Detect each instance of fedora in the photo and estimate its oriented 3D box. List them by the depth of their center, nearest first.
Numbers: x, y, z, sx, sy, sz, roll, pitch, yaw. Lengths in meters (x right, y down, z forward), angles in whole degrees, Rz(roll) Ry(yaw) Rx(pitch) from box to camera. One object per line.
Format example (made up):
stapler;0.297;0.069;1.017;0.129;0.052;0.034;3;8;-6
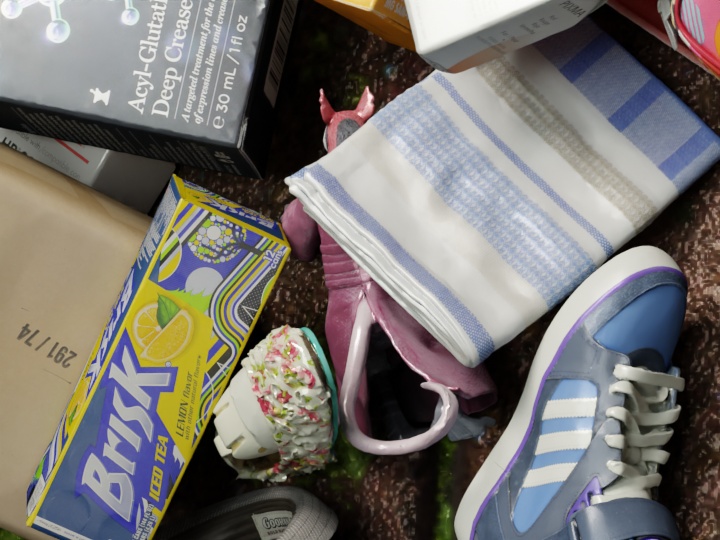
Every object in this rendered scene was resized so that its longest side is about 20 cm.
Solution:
fedora;-0.090;0.199;1.546;0.199;0.177;0.091;-25;103;6

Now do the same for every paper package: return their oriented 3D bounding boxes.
paper package;-0.200;0.038;1.605;0.191;0.199;0.103;-59;29;6

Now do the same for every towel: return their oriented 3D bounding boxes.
towel;0.078;-0.055;1.496;0.200;0.024;0.147;-38;71;-20

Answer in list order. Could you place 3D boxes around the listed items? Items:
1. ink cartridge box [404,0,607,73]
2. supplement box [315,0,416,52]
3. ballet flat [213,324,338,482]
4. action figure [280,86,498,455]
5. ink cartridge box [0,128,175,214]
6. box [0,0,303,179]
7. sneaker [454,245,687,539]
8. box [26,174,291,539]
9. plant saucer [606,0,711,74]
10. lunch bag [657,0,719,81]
ink cartridge box;0.104;-0.211;1.442;0.199;0.050;0.163;-20;72;20
supplement box;0.046;-0.227;1.571;0.073;0.126;0.201;21;90;33
ballet flat;-0.047;0.081;1.515;0.064;0.200;0.076;-23;76;-7
action figure;0.000;0.000;1.532;0.133;0.149;0.202;-15;90;24
ink cartridge box;-0.193;-0.049;1.708;0.115;0.068;0.201;35;96;33
box;-0.139;-0.149;1.601;0.198;0.107;0.150;11;83;7
sneaker;0.141;0.106;1.445;0.146;0.080;0.201;43;108;44
box;-0.112;0.056;1.545;0.201;0.070;0.064;-64;12;10
plant saucer;0.204;-0.216;1.521;0.200;0.037;0.200;37;98;30
lunch bag;0.247;-0.166;1.417;0.176;0.082;0.200;38;98;-2
